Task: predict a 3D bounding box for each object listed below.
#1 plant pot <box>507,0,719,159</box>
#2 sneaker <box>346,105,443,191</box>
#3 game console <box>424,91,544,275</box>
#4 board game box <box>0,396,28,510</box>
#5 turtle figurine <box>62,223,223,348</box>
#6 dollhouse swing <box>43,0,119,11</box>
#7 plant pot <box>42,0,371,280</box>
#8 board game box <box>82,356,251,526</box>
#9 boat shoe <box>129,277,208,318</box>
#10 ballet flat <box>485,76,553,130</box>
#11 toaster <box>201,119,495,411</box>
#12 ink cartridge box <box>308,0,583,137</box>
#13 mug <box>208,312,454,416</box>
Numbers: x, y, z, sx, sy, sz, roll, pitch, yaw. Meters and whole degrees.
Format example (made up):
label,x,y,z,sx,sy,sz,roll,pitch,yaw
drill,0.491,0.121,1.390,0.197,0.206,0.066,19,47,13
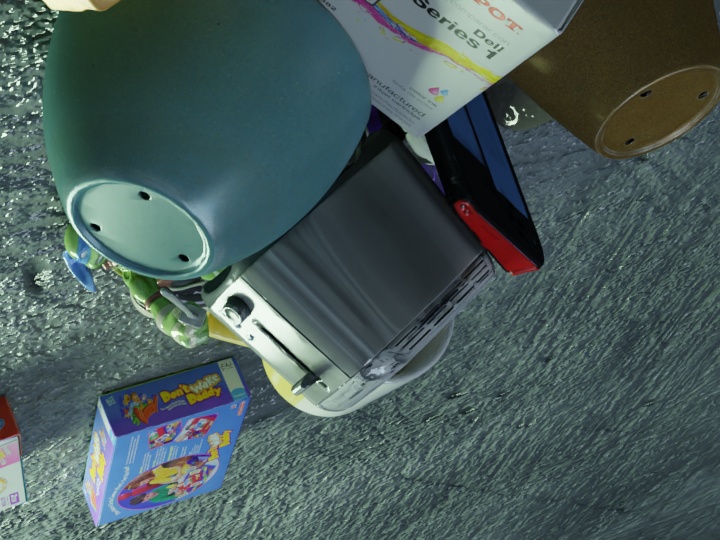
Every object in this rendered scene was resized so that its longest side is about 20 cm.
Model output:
label,x,y,z,sx,sy,sz,roll,pitch,yaw
plant pot,0.147,-0.179,1.121,0.186,0.201,0.187,-21,154,-11
sneaker,0.028,-0.076,1.378,0.099,0.070,0.200,-23,152,11
game console,0.067,-0.103,1.192,0.031,0.201,0.177,-23,157,11
board game box,-0.392,0.188,1.517,0.199,0.040,0.153,-18,154,-17
turtle figurine,-0.099,-0.024,1.254,0.193,0.145,0.200,0,148,-36
dollhouse swing,-0.076,-0.199,0.896,0.199,0.176,0.182,-31,155,9
plant pot,-0.108,-0.075,1.040,0.199,0.135,0.201,14,145,10
board game box,-0.187,0.165,1.663,0.134,0.045,0.200,-15,153,-23
boat shoe,-0.085,-0.014,1.377,0.199,0.073,0.063,-16,157,-10
ballet flat,0.166,-0.181,1.316,0.200,0.067,0.046,-50,179,36
toaster,0.000,0.000,1.182,0.200,0.129,0.114,-43,-178,-36
ink cartridge box,0.035,-0.174,1.002,0.084,0.145,0.200,-58,-169,-22
mug,-0.029,0.041,1.505,0.150,0.186,0.153,-50,180,-32
